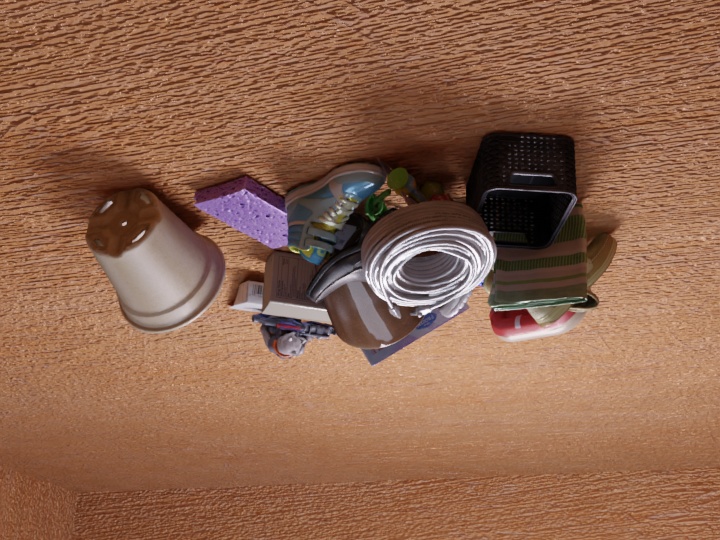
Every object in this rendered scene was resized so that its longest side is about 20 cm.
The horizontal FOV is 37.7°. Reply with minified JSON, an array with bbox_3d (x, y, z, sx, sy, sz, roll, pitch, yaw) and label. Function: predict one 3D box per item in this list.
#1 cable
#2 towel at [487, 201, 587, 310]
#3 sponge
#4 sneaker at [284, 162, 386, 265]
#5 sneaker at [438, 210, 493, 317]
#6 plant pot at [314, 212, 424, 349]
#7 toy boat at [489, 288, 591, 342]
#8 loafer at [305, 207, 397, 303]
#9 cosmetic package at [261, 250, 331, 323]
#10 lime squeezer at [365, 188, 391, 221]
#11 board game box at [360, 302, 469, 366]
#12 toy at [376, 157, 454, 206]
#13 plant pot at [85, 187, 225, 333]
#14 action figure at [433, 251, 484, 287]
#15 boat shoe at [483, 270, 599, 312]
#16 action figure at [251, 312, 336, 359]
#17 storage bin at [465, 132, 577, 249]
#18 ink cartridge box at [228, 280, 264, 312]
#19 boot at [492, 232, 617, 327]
[{"bbox_3d":[0.100,-0.022,1.553,0.199,0.069,0.200,-22,143,16],"label":"cable"},{"bbox_3d":[0.278,-0.024,1.652,0.152,0.201,0.023,-7,136,19],"label":"towel"},{"bbox_3d":[-0.166,-0.093,1.735,0.111,0.030,0.200,-14,152,34],"label":"sponge"},{"bbox_3d":[-0.037,-0.080,1.626,0.079,0.131,0.200,23,148,-39],"label":"sneaker"},{"bbox_3d":[0.160,-0.019,1.752,0.082,0.201,0.075,17,-160,1],"label":"sneaker"},{"bbox_3d":[0.000,0.000,1.782,0.186,0.188,0.200,-8,139,22],"label":"plant pot"},{"bbox_3d":[0.319,0.043,1.935,0.199,0.131,0.131,-14,124,33],"label":"toy boat"},{"bbox_3d":[0.000,-0.008,1.642,0.200,0.072,0.073,-41,173,17],"label":"loafer"},{"bbox_3d":[-0.076,0.036,1.942,0.199,0.104,0.073,10,157,-15],"label":"cosmetic package"},{"bbox_3d":[0.039,-0.096,1.673,0.070,0.038,0.200,14,174,19],"label":"lime squeezer"},{"bbox_3d":[0.089,0.090,1.906,0.199,0.041,0.200,-31,-174,1],"label":"board game box"},{"bbox_3d":[0.112,-0.106,1.613,0.047,0.115,0.200,-43,142,16],"label":"toy"},{"bbox_3d":[-0.349,-0.029,1.729,0.200,0.201,0.184,-6,145,18],"label":"plant pot"},{"bbox_3d":[0.230,-0.006,1.882,0.199,0.099,0.065,23,162,7],"label":"action figure"},{"bbox_3d":[0.310,0.033,1.813,0.200,0.074,0.063,16,-178,-14],"label":"boat shoe"},{"bbox_3d":[-0.126,0.145,2.159,0.199,0.105,0.193,10,-177,0],"label":"action figure"},{"bbox_3d":[0.235,-0.115,1.569,0.135,0.094,0.200,3,156,-2],"label":"storage bin"},{"bbox_3d":[-0.169,0.060,2.105,0.162,0.057,0.200,9,177,-17],"label":"ink cartridge box"},{"bbox_3d":[0.321,-0.027,1.758,0.155,0.200,0.073,46,169,-9],"label":"boot"}]
